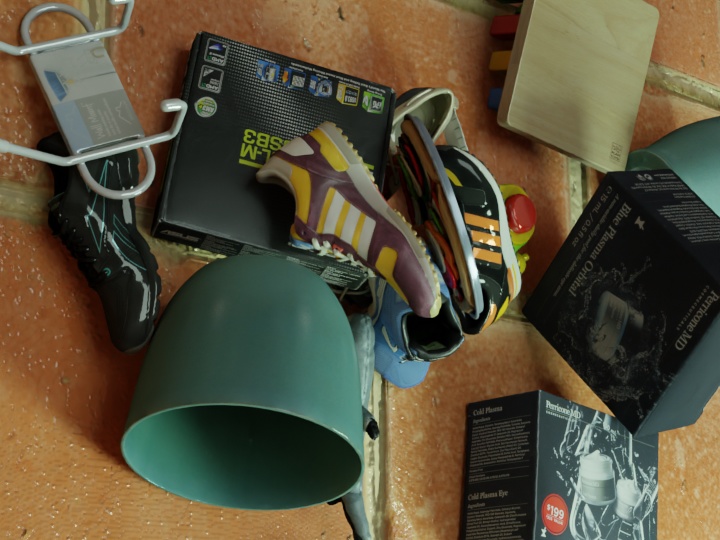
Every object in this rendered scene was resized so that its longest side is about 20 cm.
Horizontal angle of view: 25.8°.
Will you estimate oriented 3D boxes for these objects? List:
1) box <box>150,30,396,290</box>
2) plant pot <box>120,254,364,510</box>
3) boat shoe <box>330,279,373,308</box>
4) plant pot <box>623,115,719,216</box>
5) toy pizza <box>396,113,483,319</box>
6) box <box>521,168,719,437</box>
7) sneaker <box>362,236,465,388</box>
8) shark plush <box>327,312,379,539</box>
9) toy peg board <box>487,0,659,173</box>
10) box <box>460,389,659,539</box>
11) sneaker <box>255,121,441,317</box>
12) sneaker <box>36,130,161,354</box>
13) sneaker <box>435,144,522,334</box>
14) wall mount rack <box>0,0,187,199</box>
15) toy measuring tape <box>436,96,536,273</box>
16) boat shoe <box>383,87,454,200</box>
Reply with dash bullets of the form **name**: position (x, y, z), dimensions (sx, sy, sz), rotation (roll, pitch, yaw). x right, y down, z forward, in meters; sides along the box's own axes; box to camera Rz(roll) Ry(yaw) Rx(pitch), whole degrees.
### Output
- **box**: position (-0.075, -0.099, 1.423), dimensions (0.198, 0.048, 0.195), rotation (16, 64, -13)
- **plant pot**: position (-0.091, 0.086, 1.314), dimensions (0.200, 0.200, 0.162), rotation (29, 50, -35)
- **boat shoe**: position (0.000, 0.000, 1.500), dimensions (0.199, 0.072, 0.068), rotation (17, 68, -40)
- **plant pot**: position (0.397, -0.083, 1.830), dimensions (0.187, 0.200, 0.202), rotation (-9, 85, -30)
- **toy pizza**: position (0.067, -0.047, 1.461), dimensions (0.031, 0.200, 0.202), rotation (-19, 93, -3)
- **box**: position (0.305, 0.031, 1.641), dimensions (0.117, 0.198, 0.200), rotation (-5, 44, -44)
- **sneaker**: position (0.047, 0.060, 1.462), dimensions (0.078, 0.201, 0.089), rotation (-23, 60, -14)
- **shark plush**: position (-0.016, 0.143, 1.438), dimensions (0.090, 0.083, 0.202), rotation (19, 66, -39)
- **toy peg board**: position (0.221, -0.231, 1.774), dimensions (0.199, 0.097, 0.201), rotation (18, 82, -39)
- **box**: position (0.207, 0.238, 1.612), dimensions (0.199, 0.104, 0.184), rotation (21, 64, -39)
- **sneaker**: position (-0.010, -0.028, 1.357), dimensions (0.090, 0.075, 0.201), rotation (-32, 72, -9)
- **sneaker**: position (-0.220, -0.026, 1.309), dimensions (0.079, 0.075, 0.202), rotation (-3, 72, -34)
- **sneaker**: position (0.105, -0.027, 1.582), dimensions (0.090, 0.069, 0.201), rotation (-54, 132, -42)
- **wall mount rack**: position (-0.244, -0.151, 1.274), dimensions (0.173, 0.075, 0.201), rotation (-17, 67, -27)
- **toy measuring tape**: position (0.138, -0.092, 1.659), dimensions (0.073, 0.073, 0.202), rotation (-25, 97, -44)
- **boat shoe**: position (0.029, -0.114, 1.565), dimensions (0.071, 0.062, 0.200), rotation (54, 50, -21)
